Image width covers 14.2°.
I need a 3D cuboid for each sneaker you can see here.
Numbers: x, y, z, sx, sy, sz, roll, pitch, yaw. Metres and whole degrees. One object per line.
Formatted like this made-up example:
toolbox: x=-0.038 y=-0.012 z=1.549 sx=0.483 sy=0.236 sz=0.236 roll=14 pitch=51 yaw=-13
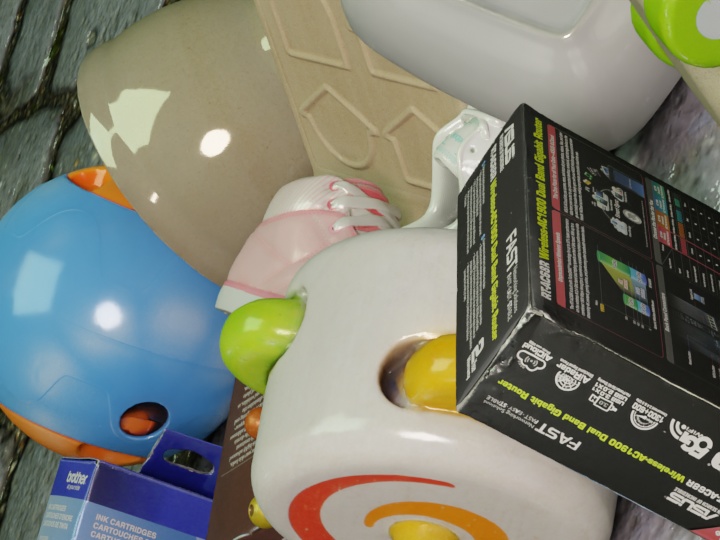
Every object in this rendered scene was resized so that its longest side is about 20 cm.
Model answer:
sneaker: x=0.000 y=0.000 z=1.636 sx=0.200 sy=0.075 sz=0.105 roll=18 pitch=80 yaw=53
sneaker: x=0.089 y=-0.072 z=1.586 sx=0.201 sy=0.080 sz=0.070 roll=-65 pitch=20 yaw=8

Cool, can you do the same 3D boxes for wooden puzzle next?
wooden puzzle: x=0.014 y=-0.117 z=1.687 sx=0.185 sy=0.046 sz=0.201 roll=18 pitch=130 yaw=51

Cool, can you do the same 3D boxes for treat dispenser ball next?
treat dispenser ball: x=-0.161 y=0.029 z=1.928 sx=0.201 sy=0.200 sz=0.201 roll=-50 pitch=29 yaw=41

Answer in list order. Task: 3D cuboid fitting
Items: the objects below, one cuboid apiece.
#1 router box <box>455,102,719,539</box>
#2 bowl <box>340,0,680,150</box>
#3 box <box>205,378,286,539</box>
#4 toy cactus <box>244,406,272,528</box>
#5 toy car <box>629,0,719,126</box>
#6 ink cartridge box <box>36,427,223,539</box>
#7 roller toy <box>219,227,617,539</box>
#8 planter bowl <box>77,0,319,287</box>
router box: x=0.120 y=0.024 z=1.281 sx=0.062 sy=0.149 sz=0.200 roll=-56 pitch=14 yaw=25
bowl: x=0.095 y=-0.183 z=1.502 sx=0.199 sy=0.075 sz=0.201 roll=28 pitch=85 yaw=24
box: x=-0.029 y=0.081 z=1.742 sx=0.100 sy=0.075 sz=0.201 roll=-34 pitch=39 yaw=55
toy cactus: x=-0.011 y=0.132 z=1.585 sx=0.200 sy=0.102 sz=0.166 roll=21 pitch=-123 yaw=-82
toy car: x=0.216 y=-0.167 z=1.348 sx=0.200 sy=0.158 sz=0.164 roll=-36 pitch=32 yaw=5
ink cartridge box: x=-0.138 y=0.201 z=1.806 sx=0.076 sy=0.136 sz=0.201 roll=-6 pitch=66 yaw=64
roller toy: x=0.043 y=0.078 z=1.422 sx=0.199 sy=0.182 sz=0.140 roll=-13 pitch=55 yaw=37
planter bowl: x=-0.065 y=-0.102 z=1.852 sx=0.135 sy=0.200 sz=0.201 roll=-38 pitch=33 yaw=22
